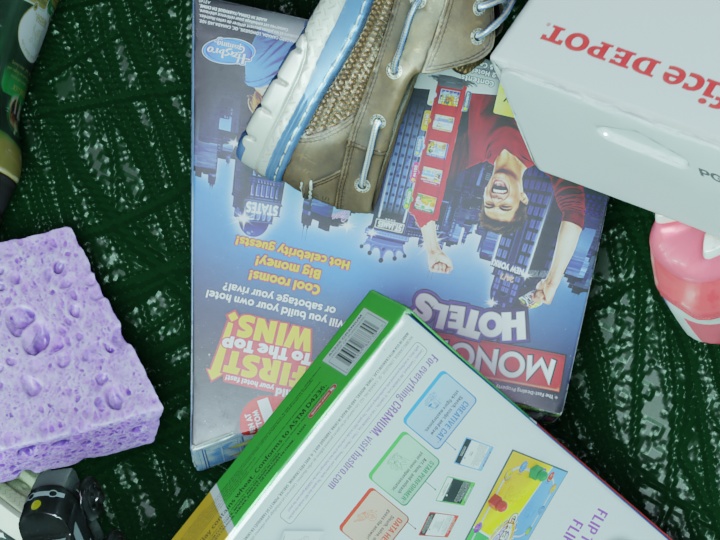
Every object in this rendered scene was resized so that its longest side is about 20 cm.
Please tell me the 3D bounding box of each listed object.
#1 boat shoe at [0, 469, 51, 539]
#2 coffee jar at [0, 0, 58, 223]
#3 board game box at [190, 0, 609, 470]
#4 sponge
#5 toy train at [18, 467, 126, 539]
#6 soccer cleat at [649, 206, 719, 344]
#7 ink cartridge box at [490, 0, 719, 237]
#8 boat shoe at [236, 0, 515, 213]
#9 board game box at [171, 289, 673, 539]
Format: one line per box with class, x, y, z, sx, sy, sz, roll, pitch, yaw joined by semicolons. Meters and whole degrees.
boat shoe;-0.214;0.079;1.298;0.200;0.072;0.068;41;116;18
coffee jar;-0.190;-0.113;1.311;0.104;0.085;0.200;15;83;10
board game box;0.000;0.000;1.263;0.199;0.062;0.200;13;77;3
sponge;-0.199;0.049;1.252;0.200;0.030;0.112;-13;56;-25
toy train;-0.093;0.170;1.176;0.034;0.046;0.200;-10;119;23
soccer cleat;0.207;-0.046;1.250;0.200;0.077;0.067;-38;55;-15
ink cartridge box;0.170;-0.117;1.204;0.145;0.084;0.200;22;67;29
boat shoe;0.025;-0.114;1.197;0.072;0.072;0.200;31;114;0
board game box;0.033;0.129;1.196;0.200;0.040;0.153;42;84;-25
